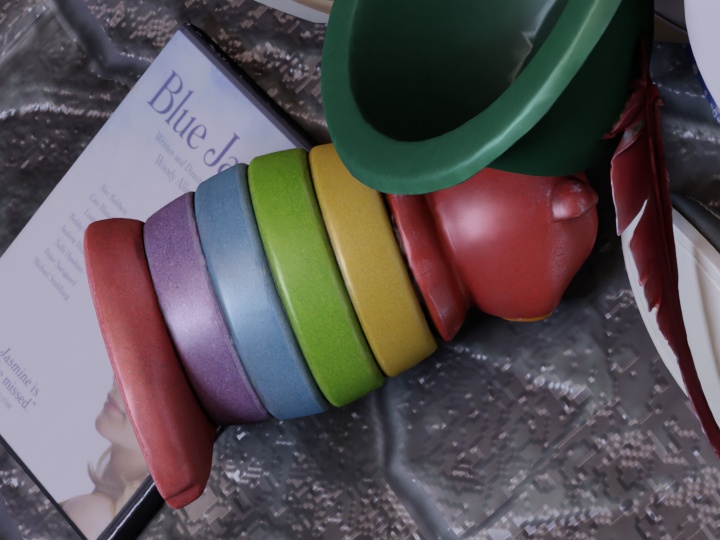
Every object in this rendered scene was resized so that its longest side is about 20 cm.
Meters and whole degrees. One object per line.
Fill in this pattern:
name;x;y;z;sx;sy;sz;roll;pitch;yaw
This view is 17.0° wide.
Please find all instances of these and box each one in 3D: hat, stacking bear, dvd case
hat;0.098;-0.068;0.906;0.201;0.175;0.166;-59;34;8
stacking bear;0.000;0.000;0.966;0.199;0.121;0.114;-20;102;4
dvd case;-0.094;0.008;1.073;0.200;0.018;0.143;-51;61;9

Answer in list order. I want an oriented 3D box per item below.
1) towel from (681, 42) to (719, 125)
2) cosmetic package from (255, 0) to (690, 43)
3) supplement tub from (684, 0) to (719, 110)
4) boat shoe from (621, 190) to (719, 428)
towel;0.171;-0.166;0.966;0.144;0.024;0.201;-30;67;21
cosmetic package;0.050;-0.153;0.988;0.199;0.071;0.106;5;86;34
supplement tub;0.222;-0.116;0.819;0.200;0.141;0.140;-38;59;-20
boat shoe;0.173;0.037;0.910;0.062;0.073;0.200;-24;53;-23
